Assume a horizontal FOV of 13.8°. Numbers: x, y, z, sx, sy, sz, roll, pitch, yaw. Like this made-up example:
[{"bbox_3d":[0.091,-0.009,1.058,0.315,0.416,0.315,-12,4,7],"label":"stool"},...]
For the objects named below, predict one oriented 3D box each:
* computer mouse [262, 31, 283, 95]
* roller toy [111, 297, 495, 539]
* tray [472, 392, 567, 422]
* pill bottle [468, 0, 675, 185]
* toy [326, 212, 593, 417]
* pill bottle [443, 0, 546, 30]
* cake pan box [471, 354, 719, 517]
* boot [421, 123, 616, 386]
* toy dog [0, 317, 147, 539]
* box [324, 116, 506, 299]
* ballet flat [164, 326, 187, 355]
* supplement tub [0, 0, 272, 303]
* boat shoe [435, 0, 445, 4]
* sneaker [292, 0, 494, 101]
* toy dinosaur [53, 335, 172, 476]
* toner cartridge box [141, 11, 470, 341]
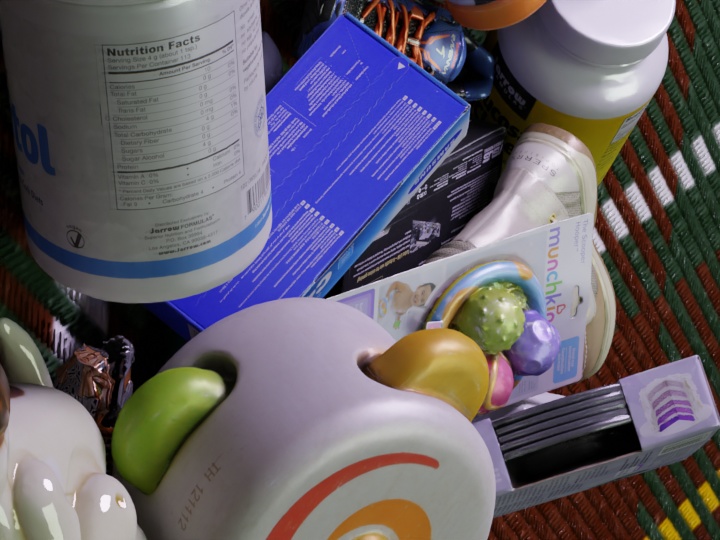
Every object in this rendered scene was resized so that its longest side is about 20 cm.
[{"bbox_3d":[-0.097,-0.068,1.652,0.200,0.034,0.059,-51,148,-37],"label":"computer mouse"},{"bbox_3d":[-0.025,0.121,1.583,0.199,0.140,0.183,-21,131,-22],"label":"roller toy"},{"bbox_3d":[0.036,0.110,1.881,0.107,0.199,0.022,4,67,-63],"label":"tray"},{"bbox_3d":[0.129,-0.124,1.897,0.113,0.112,0.200,-55,175,-32],"label":"pill bottle"},{"bbox_3d":[0.065,0.048,1.724,0.199,0.047,0.116,-16,124,-30],"label":"toy"},{"bbox_3d":[0.050,-0.233,1.722,0.106,0.106,0.200,-57,138,-29],"label":"pill bottle"},{"bbox_3d":[0.118,0.110,1.809,0.200,0.183,0.053,83,-12,-81],"label":"cake pan box"},{"bbox_3d":[0.092,0.028,1.847,0.155,0.072,0.201,-50,146,-36],"label":"boot"},{"bbox_3d":[-0.190,0.100,1.456,0.200,0.139,0.195,47,51,-61],"label":"toy dog"},{"bbox_3d":[0.000,0.000,1.823,0.200,0.086,0.165,-30,132,-55],"label":"box"},{"bbox_3d":[-0.051,0.106,1.734,0.072,0.072,0.201,-33,104,-53],"label":"ballet flat"},{"bbox_3d":[-0.113,-0.097,1.493,0.132,0.131,0.201,-44,141,-45],"label":"supplement tub"},{"bbox_3d":[0.060,-0.257,1.816,0.073,0.063,0.202,-35,135,-52],"label":"boat shoe"},{"bbox_3d":[0.024,-0.144,1.796,0.200,0.078,0.076,11,95,-64],"label":"sneaker"},{"bbox_3d":[-0.132,0.116,1.662,0.136,0.102,0.200,-31,156,-36],"label":"toy dinosaur"},{"bbox_3d":[-0.037,-0.041,1.662,0.200,0.095,0.043,-48,167,-17],"label":"toner cartridge box"}]
